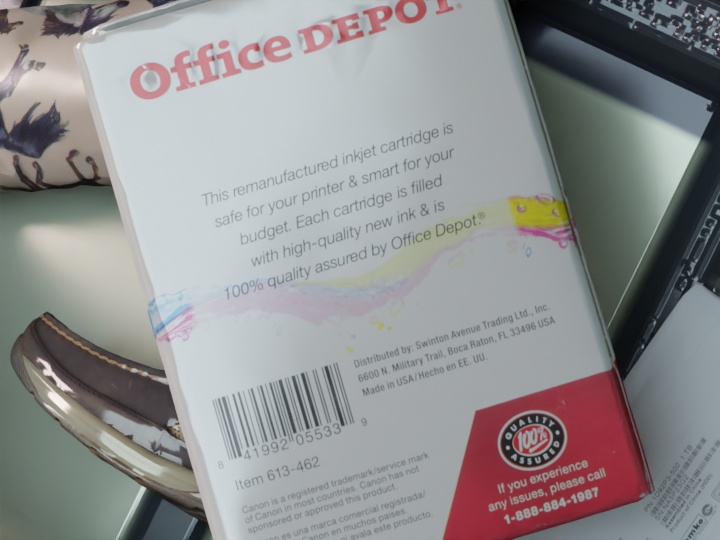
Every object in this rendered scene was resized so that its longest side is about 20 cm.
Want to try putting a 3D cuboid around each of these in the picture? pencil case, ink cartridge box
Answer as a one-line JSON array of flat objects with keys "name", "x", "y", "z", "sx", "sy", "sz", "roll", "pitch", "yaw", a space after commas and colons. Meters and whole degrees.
[{"name": "pencil case", "x": -0.108, "y": -0.072, "z": 0.968, "sx": 0.199, "sy": 0.090, "sz": 0.078, "roll": -3, "pitch": 119, "yaw": 18}, {"name": "ink cartridge box", "x": 0.000, "y": 0.000, "z": 0.854, "sx": 0.145, "sy": 0.083, "sz": 0.201, "roll": -16, "pitch": 87, "yaw": -2}]

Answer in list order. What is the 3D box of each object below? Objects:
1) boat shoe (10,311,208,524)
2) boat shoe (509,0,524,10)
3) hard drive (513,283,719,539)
[{"name": "boat shoe", "x": -0.037, "y": 0.065, "z": 0.939, "sx": 0.199, "sy": 0.075, "sz": 0.074, "roll": 31, "pitch": 83, "yaw": 10}, {"name": "boat shoe", "x": 0.052, "y": -0.135, "z": 0.926, "sx": 0.063, "sy": 0.074, "sz": 0.202, "roll": 27, "pitch": 88, "yaw": 27}, {"name": "hard drive", "x": 0.148, "y": 0.108, "z": 0.851, "sx": 0.200, "sy": 0.026, "sz": 0.132, "roll": 39, "pitch": 97, "yaw": 41}]
